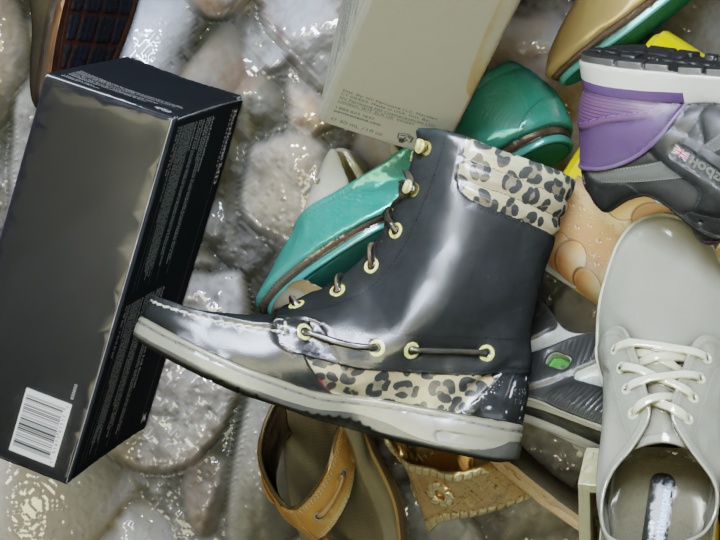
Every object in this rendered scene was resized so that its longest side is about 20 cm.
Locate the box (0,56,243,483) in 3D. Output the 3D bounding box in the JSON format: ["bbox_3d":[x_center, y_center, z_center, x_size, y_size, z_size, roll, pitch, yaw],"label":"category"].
[{"bbox_3d":[-0.140,-0.005,1.326,0.078,0.141,0.201,20,101,11],"label":"box"}]

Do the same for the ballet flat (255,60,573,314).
[{"bbox_3d":[0.021,-0.047,1.332,0.199,0.067,0.071,-32,66,14],"label":"ballet flat"}]

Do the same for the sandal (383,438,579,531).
[{"bbox_3d":[0.064,0.117,1.332,0.211,0.078,0.070,32,101,0],"label":"sandal"}]

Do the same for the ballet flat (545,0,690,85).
[{"bbox_3d":[0.170,-0.171,1.280,0.199,0.069,0.063,-32,82,5],"label":"ballet flat"}]

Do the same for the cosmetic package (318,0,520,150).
[{"bbox_3d":[0.043,-0.156,1.214,0.071,0.200,0.106,16,59,-7],"label":"cosmetic package"}]

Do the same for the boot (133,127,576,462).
[{"bbox_3d":[0.001,0.000,1.241,0.202,0.073,0.155,16,87,-1],"label":"boot"}]

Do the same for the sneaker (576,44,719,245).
[{"bbox_3d":[0.197,-0.053,1.192,0.199,0.076,0.088,12,106,33],"label":"sneaker"}]

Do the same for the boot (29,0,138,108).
[{"bbox_3d":[-0.173,-0.185,1.355,0.096,0.075,0.202,17,101,27],"label":"boot"}]

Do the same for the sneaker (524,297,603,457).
[{"bbox_3d":[0.103,0.075,1.318,0.200,0.116,0.076,21,62,38],"label":"sneaker"}]

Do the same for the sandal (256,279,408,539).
[{"bbox_3d":[-0.025,0.100,1.329,0.080,0.054,0.201,20,131,38],"label":"sandal"}]

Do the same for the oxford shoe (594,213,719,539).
[{"bbox_3d":[0.147,0.061,1.193,0.075,0.058,0.201,2,66,11],"label":"oxford shoe"}]

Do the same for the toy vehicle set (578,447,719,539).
[{"bbox_3d":[0.178,0.177,1.287,0.123,0.027,0.201,4,132,12],"label":"toy vehicle set"}]

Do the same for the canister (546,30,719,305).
[{"bbox_3d":[0.201,-0.013,1.280,0.199,0.087,0.149,34,102,7],"label":"canister"}]
